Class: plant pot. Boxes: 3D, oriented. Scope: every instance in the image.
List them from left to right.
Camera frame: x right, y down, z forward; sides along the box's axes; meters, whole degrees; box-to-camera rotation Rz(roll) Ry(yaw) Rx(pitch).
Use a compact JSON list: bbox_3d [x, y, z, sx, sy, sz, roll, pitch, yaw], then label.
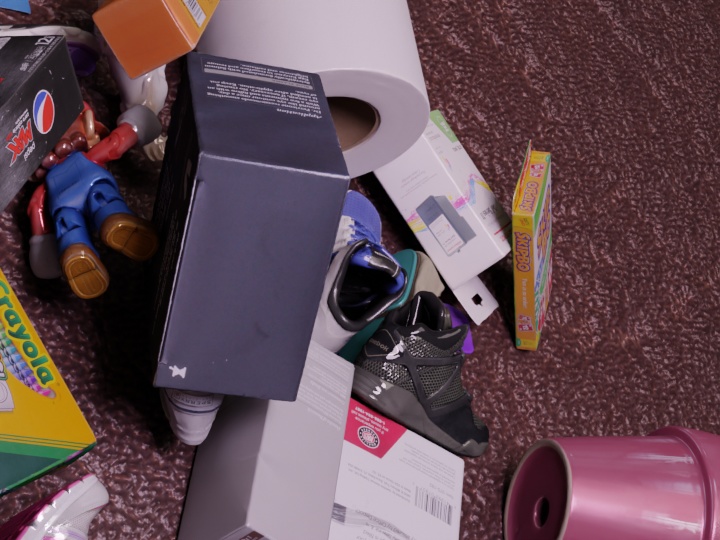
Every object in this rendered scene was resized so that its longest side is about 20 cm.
[{"bbox_3d":[0.239,0.233,1.685,0.178,0.200,0.201,14,53,-20],"label":"plant pot"}]

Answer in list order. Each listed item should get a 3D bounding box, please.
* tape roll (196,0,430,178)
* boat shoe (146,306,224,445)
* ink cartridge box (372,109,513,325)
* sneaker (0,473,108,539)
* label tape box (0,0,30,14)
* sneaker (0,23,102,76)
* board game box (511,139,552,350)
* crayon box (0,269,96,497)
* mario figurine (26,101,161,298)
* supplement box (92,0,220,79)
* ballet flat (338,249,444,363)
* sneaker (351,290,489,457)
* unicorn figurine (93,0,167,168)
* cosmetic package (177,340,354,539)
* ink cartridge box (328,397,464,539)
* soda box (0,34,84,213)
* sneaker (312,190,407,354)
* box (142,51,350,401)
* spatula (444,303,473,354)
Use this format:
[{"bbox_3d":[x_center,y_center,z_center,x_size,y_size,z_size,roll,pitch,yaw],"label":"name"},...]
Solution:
[{"bbox_3d":[-0.046,-0.185,1.658,0.202,0.202,0.140,12,57,-40],"label":"tape roll"},{"bbox_3d":[-0.145,0.064,1.498,0.073,0.067,0.200,10,31,-7],"label":"boat shoe"},{"bbox_3d":[0.094,-0.054,1.787,0.200,0.067,0.117,56,18,0],"label":"ink cartridge box"},{"bbox_3d":[-0.230,0.232,1.293,0.088,0.081,0.200,45,49,-15],"label":"sneaker"},{"bbox_3d":[-0.359,-0.307,1.533,0.199,0.063,0.145,5,61,-43],"label":"label tape box"},{"bbox_3d":[-0.293,-0.162,1.511,0.200,0.080,0.084,-18,110,-56],"label":"sneaker"},{"bbox_3d":[0.170,-0.025,1.802,0.096,0.030,0.201,-70,159,-44],"label":"board game box"},{"bbox_3d":[-0.296,0.072,1.343,0.119,0.058,0.201,-25,83,-50],"label":"crayon box"},{"bbox_3d":[-0.213,-0.062,1.475,0.123,0.106,0.200,-9,43,-16],"label":"mario figurine"},{"bbox_3d":[-0.157,-0.234,1.511,0.069,0.066,0.200,58,22,-20],"label":"supplement box"},{"bbox_3d":[0.033,0.058,1.686,0.069,0.069,0.200,44,40,-14],"label":"ballet flat"},{"bbox_3d":[0.072,0.093,1.607,0.199,0.076,0.115,36,84,-45],"label":"sneaker"},{"bbox_3d":[-0.187,-0.174,1.582,0.200,0.074,0.138,57,22,-35],"label":"unicorn figurine"},{"bbox_3d":[-0.076,0.157,1.471,0.090,0.107,0.201,31,47,-28],"label":"cosmetic package"},{"bbox_3d":[0.004,0.228,1.520,0.145,0.083,0.201,31,46,-27],"label":"ink cartridge box"},{"bbox_3d":[-0.280,-0.102,1.374,0.200,0.063,0.071,-63,149,-51],"label":"soda box"},{"bbox_3d":[0.000,0.000,1.645,0.080,0.115,0.200,40,42,-20],"label":"sneaker"},{"bbox_3d":[-0.094,-0.036,1.414,0.117,0.198,0.200,8,27,-13],"label":"box"},{"bbox_3d":[0.081,0.111,1.723,0.056,0.021,0.201,17,55,-22],"label":"spatula"}]
